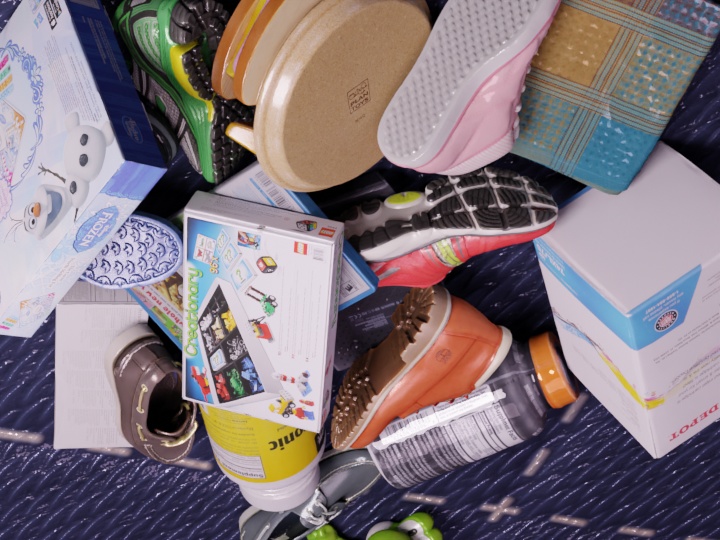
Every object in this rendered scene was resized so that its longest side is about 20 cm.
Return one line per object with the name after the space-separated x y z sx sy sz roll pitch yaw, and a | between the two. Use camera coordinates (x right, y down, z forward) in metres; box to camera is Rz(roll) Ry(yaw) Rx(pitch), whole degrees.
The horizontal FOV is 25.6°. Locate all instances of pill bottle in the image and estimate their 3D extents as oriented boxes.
-0.092 0.136 1.491 0.111 0.112 0.200 -9 136 1 | pill bottle
0.106 0.127 1.514 0.199 0.106 0.106 -24 133 15 | pill bottle

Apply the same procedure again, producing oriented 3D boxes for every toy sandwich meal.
-0.028 -0.152 1.226 0.205 0.070 0.206 -33 143 -29 | toy sandwich meal

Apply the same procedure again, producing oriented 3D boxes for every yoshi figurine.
-0.005 0.325 1.699 0.200 0.112 0.112 -36 123 21 | yoshi figurine

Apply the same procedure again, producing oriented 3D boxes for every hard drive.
0.000 0.000 1.416 0.134 0.042 0.200 -19 134 10 | hard drive

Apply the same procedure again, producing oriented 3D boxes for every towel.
0.188 -0.160 1.271 0.146 0.022 0.200 22 129 -3 | towel

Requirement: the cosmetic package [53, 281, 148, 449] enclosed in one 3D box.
-0.240 0.083 1.458 0.082 0.051 0.200 2 135 -11 | cosmetic package

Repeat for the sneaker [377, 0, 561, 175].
0.102 -0.158 1.250 0.200 0.075 0.105 -54 147 12 | sneaker

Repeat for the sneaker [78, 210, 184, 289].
-0.238 -0.025 1.318 0.199 0.078 0.070 0 106 7 | sneaker

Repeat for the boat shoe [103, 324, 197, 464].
-0.182 0.127 1.442 0.072 0.060 0.200 -36 150 -20 | boat shoe

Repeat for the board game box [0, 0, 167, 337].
-0.238 -0.089 1.181 0.043 0.200 0.199 10 136 -43 | board game box

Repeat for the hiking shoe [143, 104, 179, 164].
-0.240 -0.076 1.249 0.199 0.087 0.074 -13 128 33 | hiking shoe

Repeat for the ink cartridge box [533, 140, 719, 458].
0.260 0.027 1.379 0.146 0.146 0.200 -32 136 -11 | ink cartridge box

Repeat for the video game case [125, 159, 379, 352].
-0.101 0.002 1.322 0.200 0.018 0.143 -29 111 33 | video game case

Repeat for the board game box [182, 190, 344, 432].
-0.083 0.037 1.306 0.126 0.035 0.201 13 127 10 | board game box

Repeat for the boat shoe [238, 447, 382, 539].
-0.046 0.247 1.643 0.200 0.062 0.073 -35 129 25 | boat shoe

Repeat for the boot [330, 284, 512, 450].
0.052 0.105 1.442 0.107 0.075 0.200 23 126 -25 | boot

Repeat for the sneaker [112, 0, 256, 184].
-0.134 -0.147 1.243 0.085 0.078 0.200 20 149 24 | sneaker

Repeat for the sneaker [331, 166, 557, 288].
0.068 -0.028 1.337 0.199 0.077 0.085 -11 137 5 | sneaker
